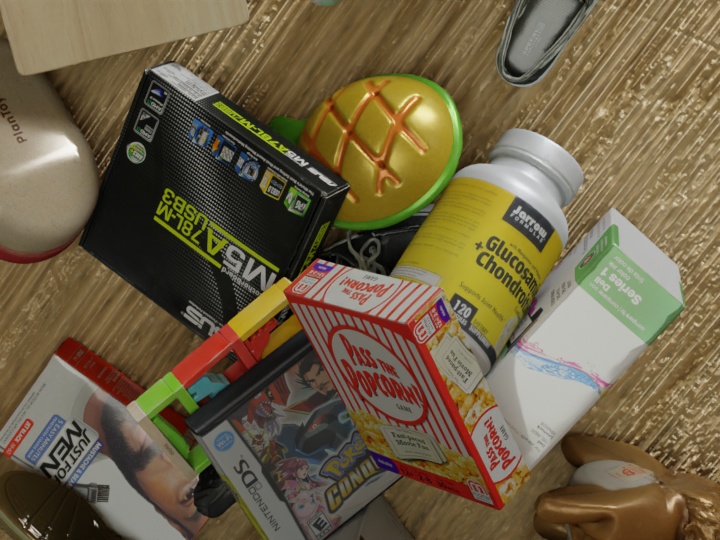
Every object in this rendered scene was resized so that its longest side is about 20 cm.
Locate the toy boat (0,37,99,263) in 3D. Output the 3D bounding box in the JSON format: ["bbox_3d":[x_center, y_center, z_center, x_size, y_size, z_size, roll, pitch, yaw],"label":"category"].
[{"bbox_3d":[-0.318,-0.093,1.615,0.200,0.130,0.131,59,146,10],"label":"toy boat"}]

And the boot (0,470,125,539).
[{"bbox_3d":[-0.276,0.278,1.689,0.200,0.072,0.155,37,133,-11],"label":"boot"}]

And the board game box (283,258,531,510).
[{"bbox_3d":[0.038,0.090,1.497,0.046,0.151,0.200,-44,124,-26],"label":"board game box"}]

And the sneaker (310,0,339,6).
[{"bbox_3d":[0.057,-0.256,1.545,0.200,0.074,0.118,-37,91,11],"label":"sneaker"}]

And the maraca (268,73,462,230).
[{"bbox_3d":[-0.006,-0.096,1.579,0.200,0.107,0.137,-14,65,23],"label":"maraca"}]

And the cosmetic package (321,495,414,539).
[{"bbox_3d":[-0.029,0.330,1.655,0.200,0.165,0.165,-33,99,13],"label":"cosmetic package"}]

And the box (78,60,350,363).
[{"bbox_3d":[-0.129,-0.046,1.583,0.200,0.048,0.193,36,120,16],"label":"box"}]

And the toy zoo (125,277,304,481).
[{"bbox_3d":[-0.093,0.084,1.566,0.200,0.131,0.020,-40,59,-7],"label":"toy zoo"}]

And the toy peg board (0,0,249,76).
[{"bbox_3d":[-0.217,-0.287,1.575,0.199,0.098,0.200,-14,103,-6],"label":"toy peg board"}]

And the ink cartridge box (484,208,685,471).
[{"bbox_3d":[0.176,0.058,1.576,0.084,0.145,0.200,41,105,-4],"label":"ink cartridge box"}]

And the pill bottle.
[{"bbox_3d":[0.103,-0.017,1.549,0.112,0.112,0.200,34,72,-3],"label":"pill bottle"}]

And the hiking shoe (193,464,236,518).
[{"bbox_3d":[-0.052,0.166,1.639,0.200,0.076,0.101,-38,104,-12],"label":"hiking shoe"}]

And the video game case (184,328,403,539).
[{"bbox_3d":[-0.028,0.133,1.589,0.200,0.026,0.181,-37,125,-12],"label":"video game case"}]

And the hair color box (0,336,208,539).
[{"bbox_3d":[-0.219,0.166,1.689,0.200,0.064,0.111,35,104,-5],"label":"hair color box"}]

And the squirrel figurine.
[{"bbox_3d":[0.241,0.263,1.628,0.200,0.142,0.187,6,111,7],"label":"squirrel figurine"}]

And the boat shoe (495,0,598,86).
[{"bbox_3d":[0.174,-0.239,1.541,0.072,0.071,0.200,24,104,0],"label":"boat shoe"}]

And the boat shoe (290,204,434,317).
[{"bbox_3d":[-0.001,-0.003,1.620,0.199,0.068,0.074,-14,102,10],"label":"boat shoe"}]
